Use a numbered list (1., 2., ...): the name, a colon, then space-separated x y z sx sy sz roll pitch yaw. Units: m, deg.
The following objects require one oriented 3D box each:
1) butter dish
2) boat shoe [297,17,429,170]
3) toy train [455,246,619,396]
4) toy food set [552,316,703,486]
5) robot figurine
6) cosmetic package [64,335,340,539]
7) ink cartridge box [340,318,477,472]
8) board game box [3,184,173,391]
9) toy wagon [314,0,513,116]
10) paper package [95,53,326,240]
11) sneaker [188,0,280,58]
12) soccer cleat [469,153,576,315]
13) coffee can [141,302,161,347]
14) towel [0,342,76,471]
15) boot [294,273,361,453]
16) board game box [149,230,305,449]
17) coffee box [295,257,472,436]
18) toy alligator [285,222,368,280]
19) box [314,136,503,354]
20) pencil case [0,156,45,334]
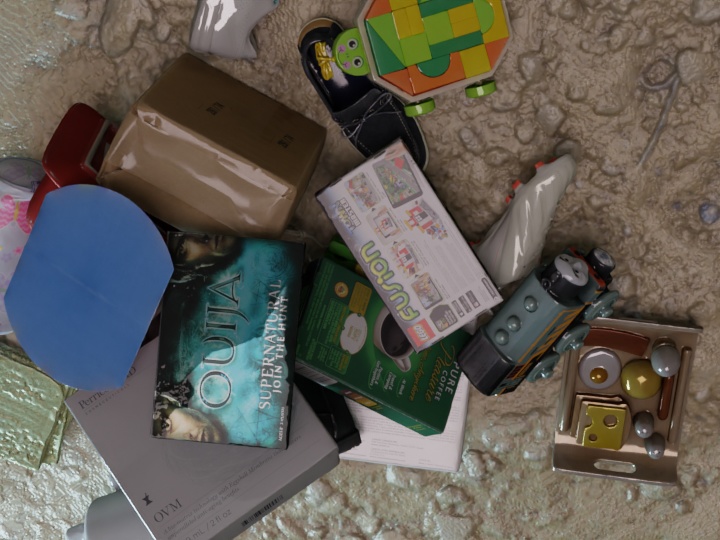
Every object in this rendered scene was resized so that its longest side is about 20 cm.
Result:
1. butter dish: -0.276 -0.048 1.583 0.148 0.200 0.199 -41 109 20
2. boat shoe: 0.001 -0.173 1.580 0.074 0.062 0.200 -31 107 16
3. toy train: 0.188 0.055 1.598 0.085 0.114 0.200 53 125 21
4. toy food set: 0.295 0.143 1.678 0.143 0.060 0.201 6 113 4
5. robot figurine: -0.246 0.306 1.782 0.199 0.113 0.170 -18 86 14
6. cosmetic package: -0.157 0.163 1.530 0.199 0.123 0.200 -35 77 -9
7. ink cartridge box: 0.046 0.121 1.718 0.160 0.050 0.201 7 95 4
8. board game box: -0.258 0.014 1.470 0.158 0.039 0.201 31 107 18
9. toy wagon: 0.053 -0.236 1.525 0.199 0.040 0.156 -19 103 -11
10. paper package: -0.145 -0.115 1.546 0.190 0.200 0.104 28 113 -5
11. sneaker: -0.109 -0.310 1.540 0.088 0.075 0.201 14 120 -13
12. soccer cleat: 0.176 -0.039 1.607 0.078 0.069 0.200 47 119 16
13. coffee can: -0.208 0.132 1.687 0.146 0.146 0.200 -33 105 18
14. towel: -0.436 0.146 1.780 0.199 0.037 0.149 20 114 -3
15. boot: -0.090 0.119 1.639 0.065 0.165 0.201 -11 98 43
16. board game box: -0.128 0.067 1.454 0.135 0.028 0.201 4 89 1
17. coffee box: 0.017 0.084 1.612 0.199 0.123 0.044 27 155 -21
18. toy alligator: 0.000 0.000 1.653 0.199 0.059 0.054 18 114 -1
19. box: 0.051 -0.026 1.576 0.110 0.035 0.200 -32 97 6
20. pencil case: -0.394 -0.028 1.678 0.090 0.083 0.201 1 121 -43
